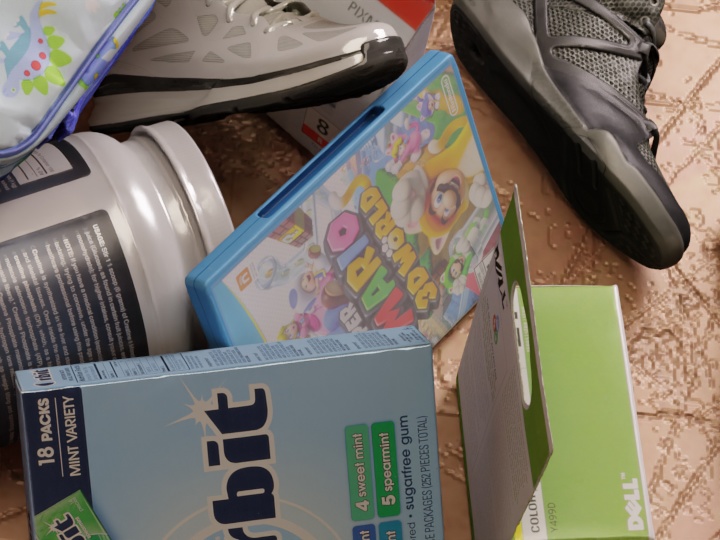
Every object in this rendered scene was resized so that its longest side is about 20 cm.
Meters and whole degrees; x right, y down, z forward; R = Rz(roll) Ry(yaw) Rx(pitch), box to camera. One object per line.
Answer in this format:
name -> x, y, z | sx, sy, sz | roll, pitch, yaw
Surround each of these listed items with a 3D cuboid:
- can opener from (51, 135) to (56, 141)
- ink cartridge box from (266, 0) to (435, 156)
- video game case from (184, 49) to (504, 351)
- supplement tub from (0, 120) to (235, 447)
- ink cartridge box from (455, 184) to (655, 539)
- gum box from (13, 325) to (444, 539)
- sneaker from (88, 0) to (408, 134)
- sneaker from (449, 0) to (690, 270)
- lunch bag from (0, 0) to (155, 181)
can opener -> -0.230, -0.026, 1.408 | 0.200, 0.053, 0.067 | -33, 68, -22
ink cartridge box -> -0.035, -0.157, 1.423 | 0.162, 0.200, 0.050 | 40, 63, 16
video game case -> 0.000, 0.000, 1.371 | 0.018, 0.143, 0.200 | 18, 50, 39
supplement tub -> -0.170, 0.012, 1.343 | 0.200, 0.140, 0.141 | -19, 64, -17
ink cartridge box -> 0.101, 0.070, 1.308 | 0.076, 0.200, 0.148 | -1, 60, -8
gum box -> -0.060, 0.124, 1.292 | 0.200, 0.045, 0.170 | -6, 102, -10
sneaker -> -0.069, -0.137, 1.383 | 0.076, 0.200, 0.116 | -9, 93, -54
sneaker -> 0.146, -0.097, 1.483 | 0.114, 0.076, 0.200 | -27, 61, -14
lunch bag -> -0.181, -0.149, 1.289 | 0.161, 0.082, 0.200 | 37, 69, -9
